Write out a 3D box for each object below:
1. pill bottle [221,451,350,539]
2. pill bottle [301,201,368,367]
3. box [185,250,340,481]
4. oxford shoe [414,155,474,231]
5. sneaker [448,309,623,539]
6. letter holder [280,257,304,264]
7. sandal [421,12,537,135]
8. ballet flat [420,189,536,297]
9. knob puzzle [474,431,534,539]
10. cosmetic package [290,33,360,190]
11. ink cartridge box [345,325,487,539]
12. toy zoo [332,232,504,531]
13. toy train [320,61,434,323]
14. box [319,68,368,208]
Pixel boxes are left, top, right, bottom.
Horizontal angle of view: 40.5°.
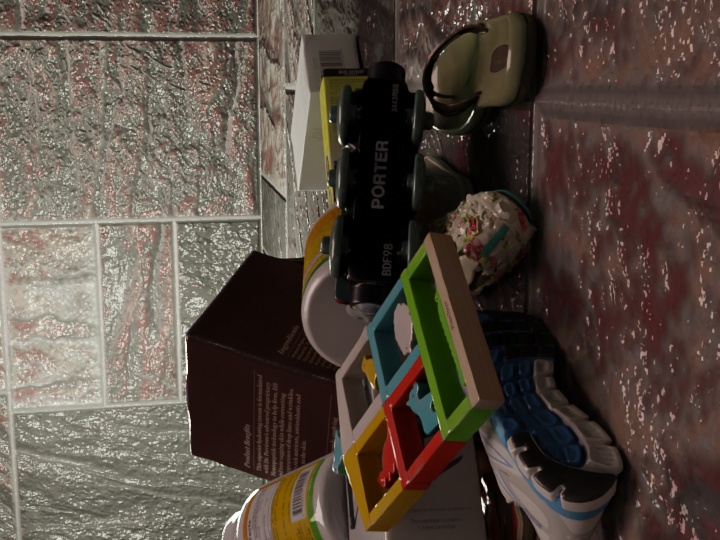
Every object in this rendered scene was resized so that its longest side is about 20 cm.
[{"bbox_3d":[-0.049,0.246,0.930,0.199,0.110,0.113,-33,55,44],"label":"pill bottle"},{"bbox_3d":[0.000,0.000,0.934,0.201,0.110,0.115,-94,6,-67],"label":"pill bottle"},{"bbox_3d":[-0.060,0.111,1.026,0.165,0.196,0.168,-57,-21,-50],"label":"box"},{"bbox_3d":[0.055,-0.065,0.897,0.200,0.056,0.077,-134,39,-78],"label":"oxford shoe"},{"bbox_3d":[0.103,0.104,0.641,0.201,0.073,0.088,-107,13,-55],"label":"sneaker"},{"bbox_3d":[-0.057,0.088,1.296,0.102,0.139,0.203,-104,16,-48],"label":"letter holder"},{"bbox_3d":[0.079,-0.154,0.747,0.201,0.056,0.082,170,98,-79],"label":"sandal"},{"bbox_3d":[0.072,-0.006,0.754,0.064,0.075,0.200,-51,-3,-18],"label":"ballet flat"},{"bbox_3d":[0.095,0.186,0.800,0.219,0.030,0.225,178,90,-79],"label":"knob puzzle"},{"bbox_3d":[-0.049,-0.216,1.366,0.201,0.079,0.115,102,163,-55],"label":"cosmetic package"},{"bbox_3d":[0.037,0.163,0.793,0.146,0.082,0.204,111,157,-62],"label":"ink cartridge box"},{"bbox_3d":[0.027,0.089,0.680,0.201,0.020,0.133,121,146,-42],"label":"toy zoo"},{"bbox_3d":[0.015,-0.058,0.771,0.114,0.083,0.204,84,-171,-74],"label":"toy train"},{"bbox_3d":[-0.006,-0.141,1.168,0.050,0.074,0.204,115,150,-72],"label":"box"}]
